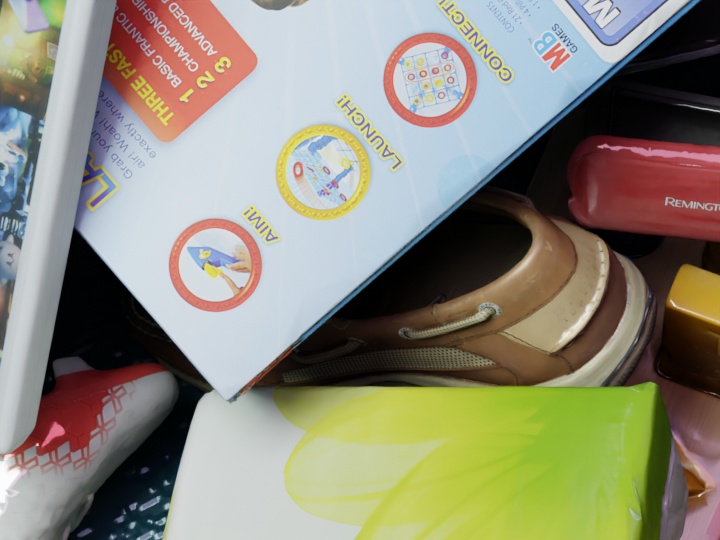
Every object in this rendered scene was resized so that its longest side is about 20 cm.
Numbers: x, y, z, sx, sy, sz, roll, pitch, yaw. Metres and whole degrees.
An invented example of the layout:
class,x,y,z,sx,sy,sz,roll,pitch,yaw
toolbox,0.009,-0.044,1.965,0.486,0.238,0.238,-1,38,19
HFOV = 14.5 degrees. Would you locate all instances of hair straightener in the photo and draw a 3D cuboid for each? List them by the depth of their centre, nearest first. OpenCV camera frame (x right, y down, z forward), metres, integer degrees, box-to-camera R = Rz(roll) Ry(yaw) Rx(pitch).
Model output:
class,x,y,z,sx,sy,sz,roll,pitch,yaw
hair straightener,0.167,-0.039,0.890,0.199,0.041,0.077,2,35,11

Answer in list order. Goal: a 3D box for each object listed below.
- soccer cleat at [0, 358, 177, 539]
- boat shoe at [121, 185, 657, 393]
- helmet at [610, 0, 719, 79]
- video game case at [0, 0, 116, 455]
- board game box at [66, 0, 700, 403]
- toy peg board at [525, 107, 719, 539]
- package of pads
class,x,y,z,sx,sy,sz,roll,pitch,yaw
soccer cleat,-0.134,0.106,0.919,0.200,0.069,0.085,-35,77,-9
boat shoe,0.000,0.000,0.920,0.199,0.074,0.076,-1,58,38
helmet,0.090,-0.167,0.951,0.199,0.200,0.192,-14,97,-4
video game case,-0.160,-0.064,0.809,0.181,0.201,0.023,23,32,14
board game box,-0.029,-0.101,0.833,0.196,0.056,0.200,-40,95,2
toy peg board,0.125,0.045,0.921,0.198,0.098,0.201,20,68,11
package of pads,0.008,0.129,0.829,0.154,0.068,0.201,0,57,19
